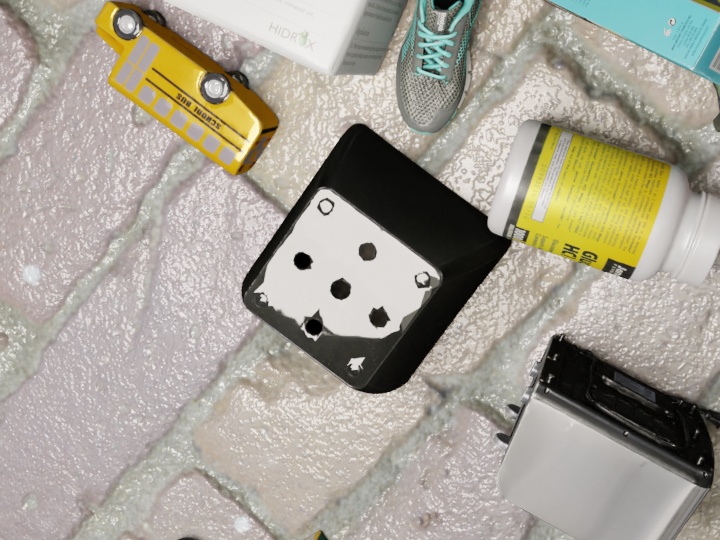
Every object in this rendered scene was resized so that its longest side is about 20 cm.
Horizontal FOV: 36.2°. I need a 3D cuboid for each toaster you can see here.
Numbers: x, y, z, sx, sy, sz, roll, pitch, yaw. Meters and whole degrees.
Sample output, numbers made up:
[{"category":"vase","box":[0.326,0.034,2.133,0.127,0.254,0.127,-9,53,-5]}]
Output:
[{"category":"toaster","box":[0.230,0.164,1.017,0.200,0.181,0.119,28,108,7]}]

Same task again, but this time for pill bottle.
[{"category":"pill bottle","box":[0.226,-0.057,1.008,0.200,0.112,0.113,20,104,8]}]

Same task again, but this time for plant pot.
[{"category":"plant pot","box":[0.000,0.000,1.036,0.200,0.177,0.200,37,105,4]}]

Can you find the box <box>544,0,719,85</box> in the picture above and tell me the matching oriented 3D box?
[{"category":"box","box":[0.236,-0.220,0.941,0.200,0.082,0.049,40,110,40]}]

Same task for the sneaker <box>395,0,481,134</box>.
[{"category":"sneaker","box":[0.071,-0.225,1.022,0.077,0.091,0.200,14,103,10]}]

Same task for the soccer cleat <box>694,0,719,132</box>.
[{"category":"soccer cleat","box":[0.332,-0.184,0.949,0.084,0.065,0.200,-38,53,42]}]

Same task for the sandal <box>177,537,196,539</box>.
[{"category":"sandal","box":[-0.217,0.387,1.222,0.075,0.045,0.200,29,105,6]}]

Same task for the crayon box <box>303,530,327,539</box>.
[{"category":"crayon box","box":[-0.098,0.351,1.109,0.126,0.200,0.052,-34,92,16]}]

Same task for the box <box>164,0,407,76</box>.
[{"category":"box","box":[-0.057,-0.288,0.981,0.200,0.199,0.171,27,104,6]}]

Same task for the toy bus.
[{"category":"toy bus","box":[-0.178,-0.185,1.098,0.200,0.065,0.078,36,107,3]}]
